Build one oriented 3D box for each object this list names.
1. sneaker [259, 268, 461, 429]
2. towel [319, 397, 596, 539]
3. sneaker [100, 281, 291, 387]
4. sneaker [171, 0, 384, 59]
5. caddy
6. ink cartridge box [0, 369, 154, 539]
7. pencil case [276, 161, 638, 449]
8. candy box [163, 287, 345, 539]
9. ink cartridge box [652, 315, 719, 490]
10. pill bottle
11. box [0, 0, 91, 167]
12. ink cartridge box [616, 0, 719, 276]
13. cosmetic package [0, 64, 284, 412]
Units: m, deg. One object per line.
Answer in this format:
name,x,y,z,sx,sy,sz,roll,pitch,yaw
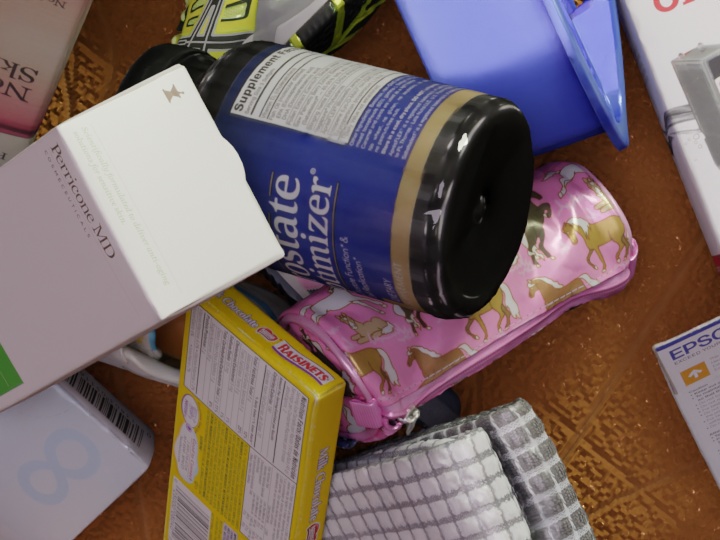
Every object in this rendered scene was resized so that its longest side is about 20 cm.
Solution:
sneaker,0.000,0.000,1.383,0.082,0.070,0.200,-42,92,-5
towel,0.050,0.161,1.326,0.085,0.200,0.166,-27,94,-34
sneaker,-0.131,0.017,1.391,0.199,0.081,0.077,13,93,7
sneaker,-0.071,-0.120,1.379,0.200,0.075,0.077,-41,78,21
caddy,0.079,-0.147,1.337,0.105,0.141,0.201,-25,88,9
ink cartridge box,-0.235,0.109,1.381,0.160,0.047,0.200,43,105,-14
pencil case,0.053,0.015,1.329,0.200,0.083,0.087,-31,99,-28
candy box,-0.059,0.108,1.334,0.102,0.026,0.201,37,136,30
ink cartridge box,0.256,0.038,1.302,0.196,0.200,0.043,-26,48,5
pill bottle,-0.022,-0.052,1.270,0.199,0.112,0.112,15,92,26
box,-0.200,-0.160,1.316,0.127,0.200,0.109,21,57,-8
ink cartridge box,0.235,-0.084,1.349,0.146,0.083,0.201,-22,88,6
cosmetic package,-0.137,-0.011,1.253,0.085,0.200,0.108,-29,90,-35
